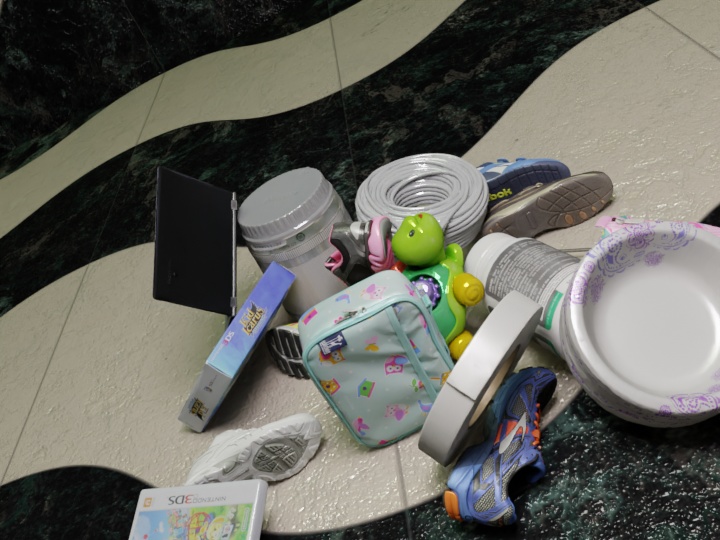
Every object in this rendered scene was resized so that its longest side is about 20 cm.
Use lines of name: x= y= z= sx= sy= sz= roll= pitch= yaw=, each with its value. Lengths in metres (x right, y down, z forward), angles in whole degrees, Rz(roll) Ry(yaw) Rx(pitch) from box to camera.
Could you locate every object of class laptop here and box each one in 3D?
laptop: x=-0.236 y=-0.019 z=1.147 sx=0.115 sy=0.200 sz=0.189 roll=2 pitch=70 yaw=-13

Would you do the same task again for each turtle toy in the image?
turtle toy: x=0.084 y=0.023 z=1.030 sx=0.100 sy=0.202 sz=0.146 roll=-5 pitch=19 yaw=-20

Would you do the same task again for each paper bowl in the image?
paper bowl: x=0.306 y=0.060 z=0.822 sx=0.199 sy=0.105 sz=0.203 roll=-2 pitch=66 yaw=4

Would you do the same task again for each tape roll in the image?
tape roll: x=0.129 y=0.115 z=0.855 sx=0.037 sy=0.204 sz=0.203 roll=32 pitch=60 yaw=18

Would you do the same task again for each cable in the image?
cable: x=0.092 y=-0.098 z=1.185 sx=0.199 sy=0.070 sz=0.199 roll=-34 pitch=42 yaw=-26

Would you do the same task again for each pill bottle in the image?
pill bottle: x=0.220 y=0.026 z=0.982 sx=0.113 sy=0.114 sz=0.200 roll=-36 pitch=33 yaw=-13

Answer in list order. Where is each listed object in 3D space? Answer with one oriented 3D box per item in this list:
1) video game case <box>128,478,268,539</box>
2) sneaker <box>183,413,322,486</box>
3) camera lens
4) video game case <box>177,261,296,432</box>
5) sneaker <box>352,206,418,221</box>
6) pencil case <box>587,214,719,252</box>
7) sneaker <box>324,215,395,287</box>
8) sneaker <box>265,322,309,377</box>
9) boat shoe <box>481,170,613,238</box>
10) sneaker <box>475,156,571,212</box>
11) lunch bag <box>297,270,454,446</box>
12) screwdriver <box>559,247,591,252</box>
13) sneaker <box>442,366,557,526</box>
video game case: x=-0.198 y=0.340 z=0.899 sx=0.181 sy=0.022 sz=0.201 roll=-12 pitch=52 yaw=26
sneaker: x=-0.143 y=0.227 z=1.023 sx=0.199 sy=0.078 sz=0.100 roll=-27 pitch=27 yaw=1
camera lens: x=-0.079 y=-0.033 z=1.225 sx=0.159 sy=0.201 sz=0.161 roll=-20 pitch=32 yaw=13
video game case: x=-0.176 y=0.111 z=1.148 sx=0.201 sy=0.045 sz=0.182 roll=-61 pitch=2 yaw=-41
sneaker: x=0.070 y=-0.074 z=1.274 sx=0.198 sy=0.087 sz=0.081 roll=-10 pitch=37 yaw=28
pencil case: x=0.377 y=-0.020 z=0.951 sx=0.199 sy=0.088 sz=0.087 roll=13 pitch=50 yaw=47
sneaker: x=0.000 y=0.000 z=1.111 sx=0.094 sy=0.201 sz=0.079 roll=1 pitch=48 yaw=8
sneaker: x=-0.048 y=0.098 z=1.146 sx=0.199 sy=0.079 sz=0.090 roll=-3 pitch=24 yaw=34
boat shoe: x=0.265 y=-0.100 z=1.168 sx=0.198 sy=0.075 sz=0.074 roll=-21 pitch=32 yaw=10
sneaker: x=0.231 y=-0.142 z=1.259 sx=0.198 sy=0.074 sz=0.083 roll=-10 pitch=33 yaw=26
lunch bag: x=0.028 y=0.104 z=0.937 sx=0.159 sy=0.201 sz=0.077 roll=-25 pitch=33 yaw=7
screwdriver: x=0.259 y=-0.022 z=1.111 sx=0.199 sy=0.029 sz=0.028 roll=1 pitch=41 yaw=35
sneaker: x=0.166 y=0.188 z=0.846 sx=0.078 sy=0.076 sz=0.201 roll=16 pitch=56 yaw=32
